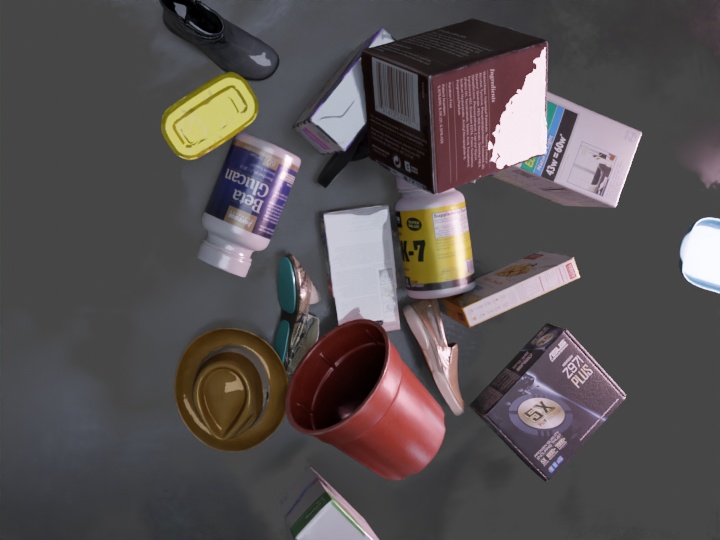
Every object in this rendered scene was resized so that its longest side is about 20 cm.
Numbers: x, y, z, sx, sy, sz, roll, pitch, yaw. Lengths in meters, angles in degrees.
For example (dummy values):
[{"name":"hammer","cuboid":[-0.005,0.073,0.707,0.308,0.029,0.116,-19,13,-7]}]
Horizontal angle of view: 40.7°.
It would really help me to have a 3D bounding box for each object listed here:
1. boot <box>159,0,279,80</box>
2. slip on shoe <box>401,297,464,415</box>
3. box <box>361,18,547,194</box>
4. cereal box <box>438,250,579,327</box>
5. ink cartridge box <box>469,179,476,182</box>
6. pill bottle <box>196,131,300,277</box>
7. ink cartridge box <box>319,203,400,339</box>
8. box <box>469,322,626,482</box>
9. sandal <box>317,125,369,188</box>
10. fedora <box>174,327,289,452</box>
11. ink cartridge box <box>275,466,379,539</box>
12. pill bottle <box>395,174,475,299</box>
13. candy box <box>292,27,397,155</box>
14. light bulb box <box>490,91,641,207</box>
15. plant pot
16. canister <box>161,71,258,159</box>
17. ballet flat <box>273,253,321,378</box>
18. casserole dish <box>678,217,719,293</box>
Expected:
[{"name":"boot","cuboid":[-0.209,-0.346,1.440,0.198,0.132,0.071,23,90,-12]},{"name":"slip on shoe","cuboid":[0.134,0.139,1.588,0.060,0.076,0.202,-25,92,-1]},{"name":"box","cuboid":[0.129,-0.229,1.324,0.198,0.166,0.166,-21,122,-25]},{"name":"cereal box","cuboid":[0.235,0.026,1.559,0.198,0.144,0.040,-24,100,-9]},{"name":"ink cartridge box","cuboid":[0.131,-0.244,1.500,0.144,0.048,0.202,14,67,5]},{"name":"pill bottle","cuboid":[-0.176,-0.098,1.481,0.110,0.111,0.202,21,91,-12]},{"name":"ink cartridge box","cuboid":[0.000,0.000,1.558,0.107,0.050,0.203,-8,98,-11]},{"name":"box","cuboid":[0.313,0.218,1.622,0.200,0.086,0.164,-45,101,-4]},{"name":"sandal","cuboid":[0.005,-0.197,1.491,0.048,0.076,0.201,35,129,-11]},{"name":"fedora","cuboid":[-0.206,0.193,1.500,0.198,0.082,0.204,1,100,5]},{"name":"ink cartridge box","cuboid":[-0.044,0.404,1.514,0.084,0.200,0.145,-45,102,-7]},{"name":"pill bottle","cuboid":[0.116,-0.064,1.541,0.113,0.114,0.203,-10,97,-10]},{"name":"candy box","cuboid":[-0.014,-0.261,1.452,0.071,0.200,0.168,39,86,-12]},{"name":"light bulb box","cuboid":[0.293,-0.190,1.521,0.198,0.198,0.126,20,90,-13]},{"name":"plant pot","cuboid":[0.021,0.214,1.503,0.201,0.201,0.195,-48,122,-3]},{"name":"canister","cuboid":[-0.220,-0.224,1.411,0.148,0.200,0.087,-33,103,-3]},{"name":"ballet flat","cuboid":[-0.098,0.072,1.545,0.074,0.068,0.203,-2,102,-32]},{"name":"casserole dish","cuboid":[0.635,-0.020,1.687,0.197,0.039,0.123,15,93,-11]}]
